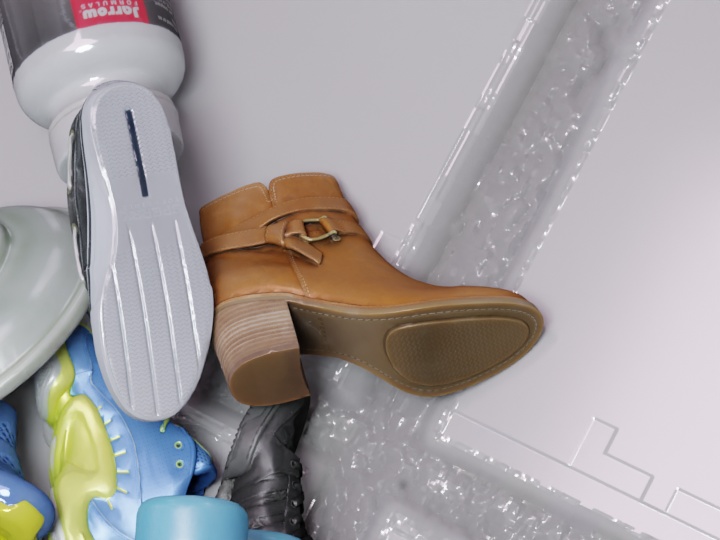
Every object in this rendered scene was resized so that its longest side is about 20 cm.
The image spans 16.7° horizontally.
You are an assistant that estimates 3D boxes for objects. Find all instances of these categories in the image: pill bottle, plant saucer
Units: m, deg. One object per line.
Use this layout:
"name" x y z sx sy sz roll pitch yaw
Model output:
"pill bottle" -0.173 -0.156 1.553 0.110 0.111 0.201 -21 67 10
"plant saucer" -0.253 0.018 1.499 0.199 0.050 0.201 -22 34 16

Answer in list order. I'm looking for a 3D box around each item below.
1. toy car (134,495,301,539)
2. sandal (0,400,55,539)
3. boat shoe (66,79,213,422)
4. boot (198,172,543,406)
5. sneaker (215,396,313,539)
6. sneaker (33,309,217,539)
"toy car" -0.143 0.229 1.328 0.199 0.177 0.186 -4 72 19
"sandal" -0.239 0.110 1.477 0.087 0.080 0.200 -47 37 -17
"boat shoe" -0.132 -0.009 1.443 0.072 0.071 0.201 -2 81 -22
"boot" 0.000 0.000 1.469 0.199 0.074 0.155 -5 43 -10
"sneaker" -0.046 0.169 1.432 0.104 0.060 0.201 22 78 16
"sneaker" -0.142 0.100 1.488 0.104 0.076 0.201 -6 68 -4
